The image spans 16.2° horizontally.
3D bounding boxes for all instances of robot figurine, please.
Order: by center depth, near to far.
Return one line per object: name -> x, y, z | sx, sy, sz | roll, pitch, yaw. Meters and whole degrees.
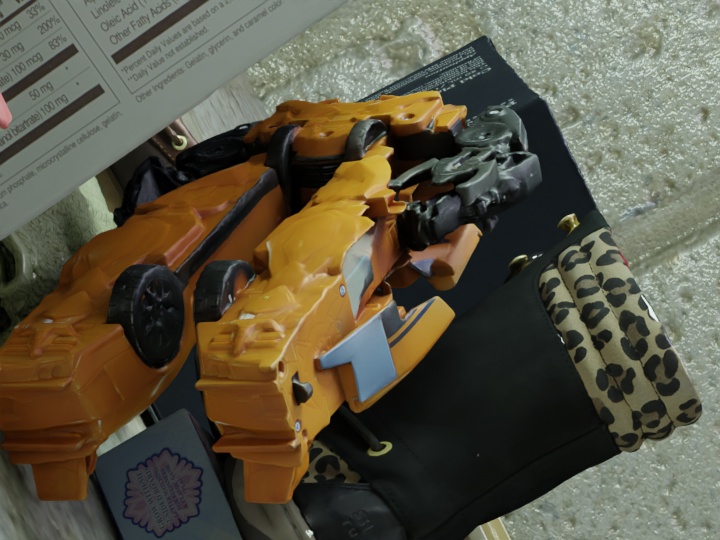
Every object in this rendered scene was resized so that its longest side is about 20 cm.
robot figurine -> -0.026, 0.000, 0.780 | 0.200, 0.144, 0.059 | -47, 130, -55

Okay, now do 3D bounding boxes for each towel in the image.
towel -> -0.119, -0.031, 0.871 | 0.149, 0.036, 0.200 | 64, 3, 12

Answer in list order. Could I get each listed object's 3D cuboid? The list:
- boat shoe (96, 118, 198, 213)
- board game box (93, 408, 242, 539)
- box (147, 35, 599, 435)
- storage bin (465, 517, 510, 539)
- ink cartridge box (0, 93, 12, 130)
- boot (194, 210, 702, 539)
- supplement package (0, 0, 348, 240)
boat shoe -> -0.107, -0.076, 1.200 | 0.201, 0.070, 0.070 | 61, 4, -1
board game box -> -0.009, 0.171, 0.878 | 0.200, 0.041, 0.200 | 63, 4, 29
box -> 0.000, 0.000, 1.081 | 0.105, 0.199, 0.182 | 62, 3, -12
storage bin -> 0.025, 0.145, 1.246 | 0.200, 0.093, 0.200 | 63, 2, 21
ink cartridge box -> -0.159, -0.111, 0.567 | 0.201, 0.067, 0.116 | 64, 2, 2
boot -> 0.025, 0.036, 0.846 | 0.073, 0.150, 0.200 | 59, 4, -20
supplement package -> -0.068, -0.108, 0.764 | 0.111, 0.155, 0.200 | 55, 18, -8
